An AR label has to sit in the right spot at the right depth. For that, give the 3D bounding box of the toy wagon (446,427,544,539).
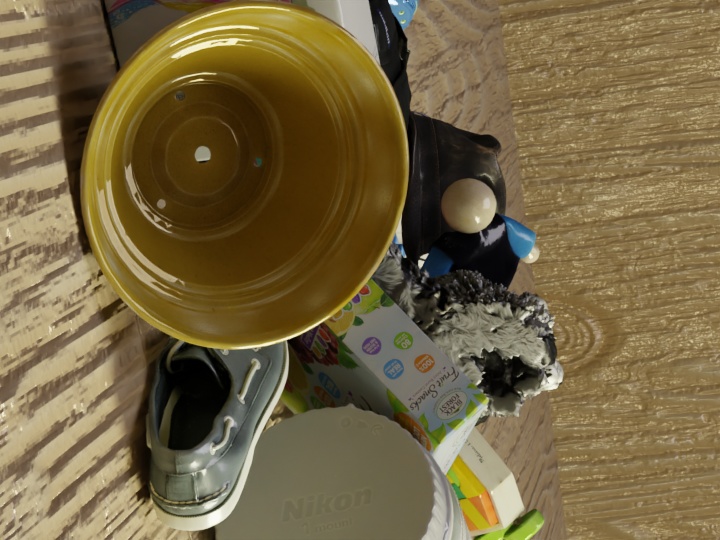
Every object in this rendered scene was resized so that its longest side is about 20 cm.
[{"bbox_3d":[0.056,0.145,1.758,0.155,0.040,0.200,51,-19,-2],"label":"toy wagon"}]

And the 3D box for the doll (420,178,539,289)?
[{"bbox_3d":[0.075,0.017,1.725,0.048,0.136,0.200,41,-36,34],"label":"doll"}]

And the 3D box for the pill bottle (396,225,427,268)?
[{"bbox_3d":[0.060,0.005,2.156,0.114,0.114,0.200,-79,160,-60],"label":"pill bottle"}]

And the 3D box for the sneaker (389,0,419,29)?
[{"bbox_3d":[0.006,-0.197,2.007,0.076,0.105,0.200,-85,164,-49],"label":"sneaker"}]

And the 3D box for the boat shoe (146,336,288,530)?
[{"bbox_3d":[-0.088,0.062,1.405,0.200,0.073,0.062,-79,164,-45],"label":"boat shoe"}]

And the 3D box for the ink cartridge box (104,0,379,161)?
[{"bbox_3d":[-0.075,-0.172,1.412,0.085,0.144,0.200,-76,157,-61],"label":"ink cartridge box"}]

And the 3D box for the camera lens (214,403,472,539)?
[{"bbox_3d":[-0.002,0.202,1.541,0.200,0.160,0.160,70,17,-53],"label":"camera lens"}]

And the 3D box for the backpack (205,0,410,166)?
[{"bbox_3d":[-0.037,-0.133,1.588,0.200,0.151,0.178,-60,141,-68],"label":"backpack"}]

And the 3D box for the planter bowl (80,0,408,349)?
[{"bbox_3d":[-0.079,-0.061,1.357,0.083,0.200,0.200,26,-50,62],"label":"planter bowl"}]

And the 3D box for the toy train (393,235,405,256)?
[{"bbox_3d":[-0.018,-0.024,1.824,0.200,0.087,0.114,74,19,-45],"label":"toy train"}]

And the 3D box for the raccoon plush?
[{"bbox_3d":[0.073,0.017,1.656,0.200,0.097,0.134,55,13,-13],"label":"raccoon plush"}]

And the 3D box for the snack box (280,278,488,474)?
[{"bbox_3d":[0.008,0.083,1.608,0.142,0.053,0.200,44,-19,10],"label":"snack box"}]

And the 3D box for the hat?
[{"bbox_3d":[0.069,-0.065,1.777,0.201,0.081,0.201,-2,90,-88],"label":"hat"}]
